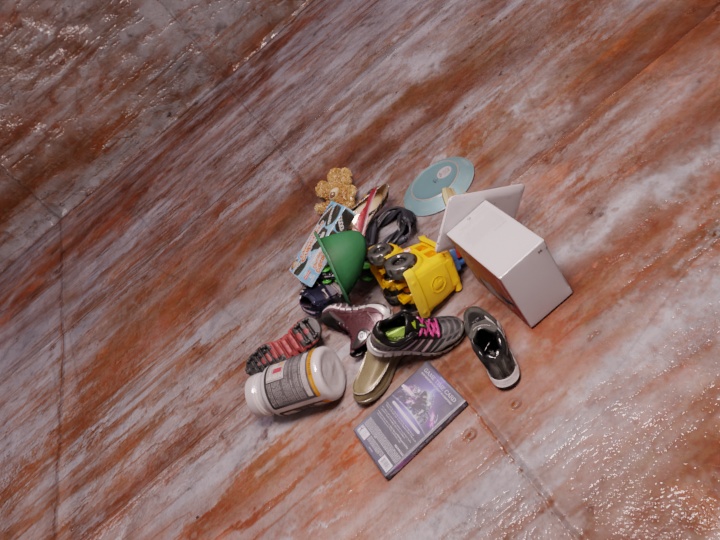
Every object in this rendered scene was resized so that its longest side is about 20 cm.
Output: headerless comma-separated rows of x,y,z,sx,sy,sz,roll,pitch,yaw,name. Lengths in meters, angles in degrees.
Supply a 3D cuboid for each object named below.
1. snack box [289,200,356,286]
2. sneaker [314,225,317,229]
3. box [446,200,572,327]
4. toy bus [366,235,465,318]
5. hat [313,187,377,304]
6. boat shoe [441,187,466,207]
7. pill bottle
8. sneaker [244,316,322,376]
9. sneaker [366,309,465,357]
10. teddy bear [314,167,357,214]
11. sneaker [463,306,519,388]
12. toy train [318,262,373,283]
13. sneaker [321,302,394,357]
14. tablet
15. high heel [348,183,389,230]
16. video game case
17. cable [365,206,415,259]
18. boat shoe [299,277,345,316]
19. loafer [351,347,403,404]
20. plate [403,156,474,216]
-0.092,-0.066,1.675,0.201,0.037,0.116,-59,23,0,snack box
-0.065,-0.050,1.753,0.075,0.100,0.200,-40,36,-3,sneaker
0.280,-0.016,1.343,0.106,0.153,0.200,-40,34,0,box
0.131,-0.013,1.515,0.191,0.136,0.200,-34,31,-13,toy bus
0.009,-0.053,1.517,0.175,0.201,0.166,-26,6,-2,hat
0.236,-0.121,1.578,0.062,0.073,0.201,-27,47,8,boat shoe
-0.140,0.241,1.495,0.199,0.117,0.117,-21,39,25,pill bottle
-0.168,0.182,1.605,0.200,0.098,0.071,-34,74,0,sneaker
0.109,0.118,1.366,0.198,0.088,0.074,-7,58,-2,sneaker
-0.076,-0.227,1.982,0.144,0.067,0.201,-31,35,18,teddy bear
0.230,0.118,1.296,0.066,0.091,0.201,-28,37,8,sneaker
0.000,0.000,1.645,0.198,0.042,0.056,-4,21,13,toy train
-0.023,0.135,1.539,0.199,0.076,0.116,-8,54,42,sneaker
0.242,-0.105,1.422,0.198,0.131,0.014,-13,41,-30,tablet
0.002,-0.142,1.732,0.143,0.071,0.200,-52,-2,30,high heel
0.091,0.276,1.324,0.200,0.019,0.143,-42,35,-3,video game case
0.061,-0.089,1.709,0.163,0.051,0.200,-39,20,13,cable
-0.118,0.048,1.690,0.092,0.075,0.200,-14,24,-30,boat shoe
0.038,0.177,1.437,0.076,0.068,0.201,8,57,47,loafer
0.189,-0.218,1.758,0.199,0.026,0.201,-26,37,22,plate
